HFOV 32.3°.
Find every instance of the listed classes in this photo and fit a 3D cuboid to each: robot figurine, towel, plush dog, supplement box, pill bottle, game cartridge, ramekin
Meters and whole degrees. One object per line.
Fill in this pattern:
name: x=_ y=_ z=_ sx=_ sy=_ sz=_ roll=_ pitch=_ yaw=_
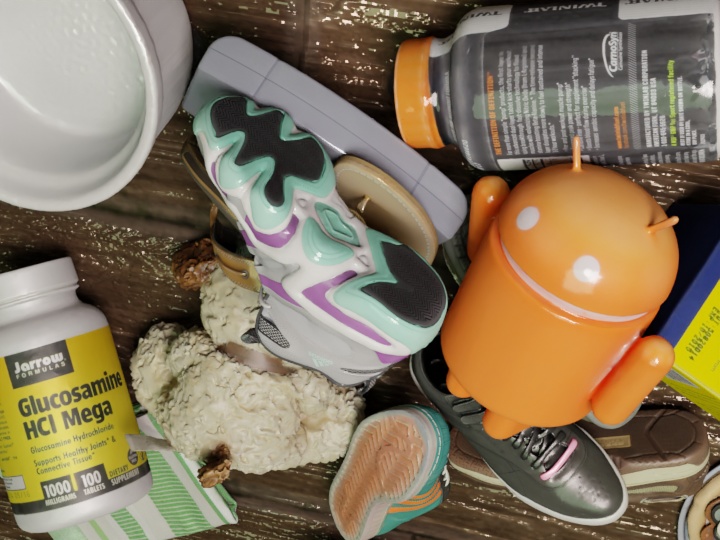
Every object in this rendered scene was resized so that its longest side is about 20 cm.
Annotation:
robot figurine: x=0.120 y=0.016 z=0.771 sx=0.116 sy=0.144 sz=0.200 roll=14 pitch=131 yaw=-12
towel: x=-0.225 y=0.198 z=1.134 sx=0.200 sy=0.023 sz=0.153 roll=-20 pitch=117 yaw=25
plush dog: x=-0.082 y=0.062 z=0.947 sx=0.200 sy=0.160 sz=0.172 roll=17 pitch=102 yaw=3
supplement box: x=0.277 y=0.055 z=0.831 sx=0.200 sy=0.110 sz=0.109 roll=35 pitch=88 yaw=-9
pill bottle: x=-0.244 y=0.096 z=0.986 sx=0.112 sy=0.112 sz=0.200 roll=-15 pitch=93 yaw=23
game cartridge: x=-0.026 y=-0.080 z=0.843 sx=0.200 sy=0.041 sz=0.133 roll=34 pitch=169 yaw=-9
ramekin: x=-0.212 y=-0.150 z=0.845 sx=0.200 sy=0.098 sz=0.201 roll=8 pitch=122 yaw=13
pill bottle: x=0.124 y=-0.117 z=0.781 sx=0.200 sy=0.106 sz=0.106 roll=-1 pitch=123 yaw=16

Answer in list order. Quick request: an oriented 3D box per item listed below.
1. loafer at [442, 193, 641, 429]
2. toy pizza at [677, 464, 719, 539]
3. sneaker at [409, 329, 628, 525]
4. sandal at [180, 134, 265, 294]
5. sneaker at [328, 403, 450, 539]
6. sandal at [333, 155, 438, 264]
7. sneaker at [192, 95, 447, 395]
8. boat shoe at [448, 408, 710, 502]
loafer: x=0.120 y=0.034 z=0.899 sx=0.200 sy=0.075 sz=0.070 roll=54 pitch=159 yaw=-5
toy pizza: x=0.355 y=0.219 z=0.990 sx=0.200 sy=0.032 sz=0.200 roll=7 pitch=124 yaw=10
sneaker: x=0.108 y=0.110 z=0.899 sx=0.200 sy=0.099 sz=0.071 roll=41 pitch=85 yaw=18
sandal: x=-0.066 y=-0.006 z=0.871 sx=0.055 sy=0.082 sz=0.200 roll=-34 pitch=102 yaw=14
sneaker: x=0.038 y=0.152 z=0.984 sx=0.071 sy=0.080 sz=0.200 roll=62 pitch=151 yaw=20
sandal: x=0.005 y=0.003 z=0.846 sx=0.078 sy=0.070 sz=0.212 roll=28 pitch=165 yaw=15
sneaker: x=-0.051 y=-0.002 z=0.783 sx=0.200 sy=0.078 sz=0.140 roll=49 pitch=137 yaw=8
boat shoe: x=0.170 y=0.155 z=0.973 sx=0.202 sy=0.075 sz=0.075 roll=0 pitch=137 yaw=20
